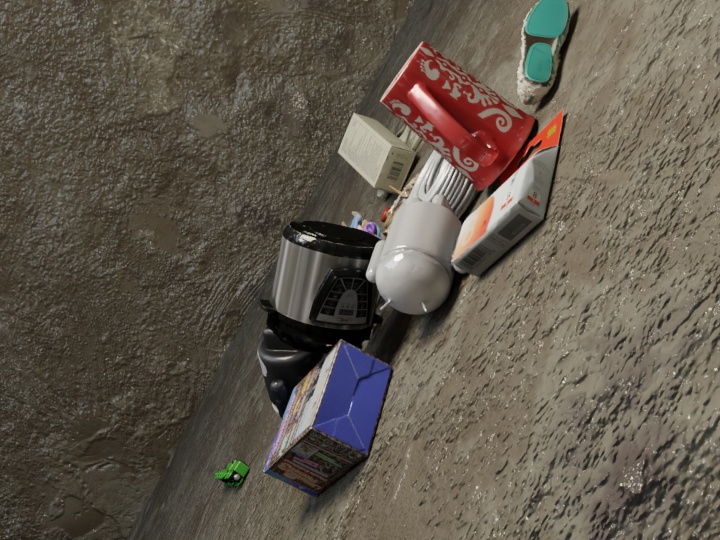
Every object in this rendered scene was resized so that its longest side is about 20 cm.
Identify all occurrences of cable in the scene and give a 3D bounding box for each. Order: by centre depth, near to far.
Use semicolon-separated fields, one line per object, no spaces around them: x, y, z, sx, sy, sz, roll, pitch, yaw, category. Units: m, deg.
0.141;-0.146;1.495;0.200;0.069;0.202;-50;17;49;cable

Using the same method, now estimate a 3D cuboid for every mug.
0.141;-0.231;1.311;0.134;0.199;0.177;-54;6;-6;mug

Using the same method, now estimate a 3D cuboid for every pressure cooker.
-0.054;0.035;1.452;0.178;0.174;0.203;-16;-59;-65;pressure cooker

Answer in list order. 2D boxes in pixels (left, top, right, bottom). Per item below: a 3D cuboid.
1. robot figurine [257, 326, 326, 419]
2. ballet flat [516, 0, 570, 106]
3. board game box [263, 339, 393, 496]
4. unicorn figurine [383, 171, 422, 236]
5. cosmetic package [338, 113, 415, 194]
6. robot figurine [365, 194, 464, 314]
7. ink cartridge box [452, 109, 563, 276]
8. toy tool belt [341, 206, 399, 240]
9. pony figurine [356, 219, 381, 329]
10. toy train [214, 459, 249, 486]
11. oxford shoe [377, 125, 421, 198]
-0.108;0.174;1.593;0.149;0.203;0.124;-24;29;-24;robot figurine
0.268;-0.328;1.369;0.072;0.071;0.202;-45;21;56;ballet flat
-0.051;0.232;1.408;0.200;0.096;0.161;-48;18;51;board game box
0.089;-0.121;1.680;0.138;0.073;0.200;-59;9;-26;unicorn figurine
0.034;-0.261;2.020;0.200;0.072;0.105;51;123;51;cosmetic package
0.088;-0.019;1.329;0.168;0.113;0.202;-8;45;33;robot figurine
0.198;-0.112;1.215;0.162;0.050;0.202;-47;22;52;ink cartridge box
-0.005;-0.054;1.771;0.202;0.122;0.125;-64;3;-9;toy tool belt
0.000;0.000;1.612;0.193;0.164;0.204;92;-176;-85;pony figurine
-0.299;0.472;2.123;0.057;0.042;0.200;-56;8;-21;toy train
0.082;-0.260;2.064;0.202;0.057;0.075;-62;13;11;oxford shoe
